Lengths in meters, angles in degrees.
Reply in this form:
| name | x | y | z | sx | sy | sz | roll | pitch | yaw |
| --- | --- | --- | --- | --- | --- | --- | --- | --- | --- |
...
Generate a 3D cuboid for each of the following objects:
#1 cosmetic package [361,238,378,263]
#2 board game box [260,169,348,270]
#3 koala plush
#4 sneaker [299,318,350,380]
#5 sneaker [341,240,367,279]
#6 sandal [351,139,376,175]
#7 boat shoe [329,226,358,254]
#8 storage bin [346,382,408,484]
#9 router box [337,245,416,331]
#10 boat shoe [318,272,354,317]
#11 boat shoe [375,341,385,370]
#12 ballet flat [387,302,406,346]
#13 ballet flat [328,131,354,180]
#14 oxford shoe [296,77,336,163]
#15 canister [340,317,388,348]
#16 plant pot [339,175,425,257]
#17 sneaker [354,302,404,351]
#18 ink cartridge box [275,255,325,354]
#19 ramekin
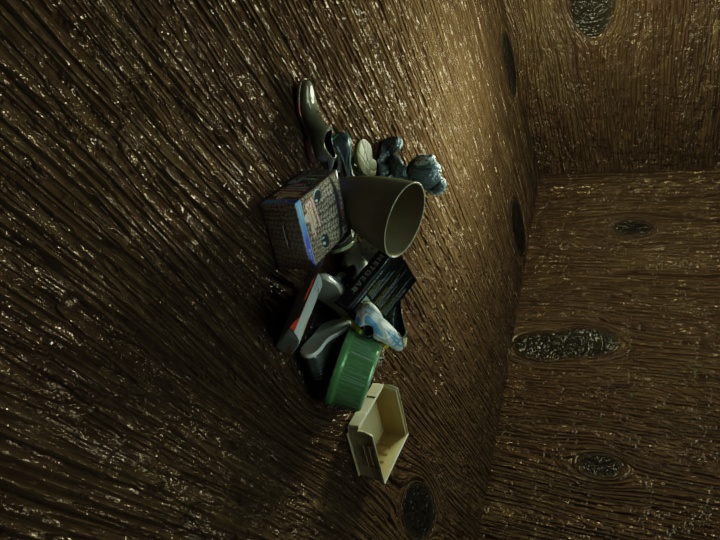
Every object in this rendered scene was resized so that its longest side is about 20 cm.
| name | x | y | z | sx | sy | sz | roll | pitch | yaw |
| --- | --- | --- | --- | --- | --- | --- | --- | --- | --- |
| cosmetic package | 0.056 | -0.113 | 1.679 | 0.102 | 0.069 | 0.205 | 49 | 38 | -55 |
| board game box | -0.123 | -0.122 | 1.418 | 0.200 | 0.095 | 0.163 | -50 | 135 | -50 |
| koala plush | 0.158 | -0.289 | 1.843 | 0.178 | 0.195 | 0.187 | 58 | 44 | -48 |
| sneaker | -0.084 | 0.203 | 1.560 | 0.200 | 0.069 | 0.102 | -40 | 131 | -50 |
| sneaker | 0.000 | 0.000 | 1.715 | 0.201 | 0.073 | 0.089 | 50 | 57 | -42 |
| sandal | 0.004 | -0.301 | 1.709 | 0.200 | 0.053 | 0.083 | 43 | 59 | -73 |
| boat shoe | -0.040 | -0.110 | 1.619 | 0.201 | 0.070 | 0.067 | -53 | 132 | -55 |
| storage bin | 0.053 | 0.477 | 1.816 | 0.201 | 0.092 | 0.203 | -51 | 136 | -49 |
| router box | 0.047 | 0.051 | 1.586 | 0.201 | 0.051 | 0.150 | -50 | 137 | -12 |
| boat shoe | -0.067 | 0.038 | 1.589 | 0.201 | 0.073 | 0.095 | 53 | 30 | -50 |
| boat shoe | 0.040 | 0.236 | 1.687 | 0.071 | 0.068 | 0.203 | -12 | 138 | -50 |
| ballet flat | 0.106 | 0.139 | 1.745 | 0.066 | 0.056 | 0.205 | -44 | 128 | -49 |
| ballet flat | -0.052 | -0.257 | 1.592 | 0.073 | 0.071 | 0.204 | -52 | 142 | -48 |
| oxford shoe | -0.101 | -0.361 | 1.466 | 0.071 | 0.073 | 0.204 | -49 | 134 | -49 |
| canister | 0.026 | 0.131 | 1.746 | 0.199 | 0.085 | 0.153 | 33 | 64 | -57 |
| plant pot | 0.031 | -0.158 | 1.515 | 0.187 | 0.197 | 0.191 | -40 | 144 | -38 |
| sneaker | 0.047 | 0.154 | 1.553 | 0.073 | 0.072 | 0.200 | -47 | 133 | -5 |
| ink cartridge box | -0.119 | 0.081 | 1.369 | 0.049 | 0.200 | 0.165 | 28 | 57 | -11 |
| ramekin | -0.016 | 0.261 | 1.571 | 0.200 | 0.095 | 0.205 | 20 | 89 | -86 |
